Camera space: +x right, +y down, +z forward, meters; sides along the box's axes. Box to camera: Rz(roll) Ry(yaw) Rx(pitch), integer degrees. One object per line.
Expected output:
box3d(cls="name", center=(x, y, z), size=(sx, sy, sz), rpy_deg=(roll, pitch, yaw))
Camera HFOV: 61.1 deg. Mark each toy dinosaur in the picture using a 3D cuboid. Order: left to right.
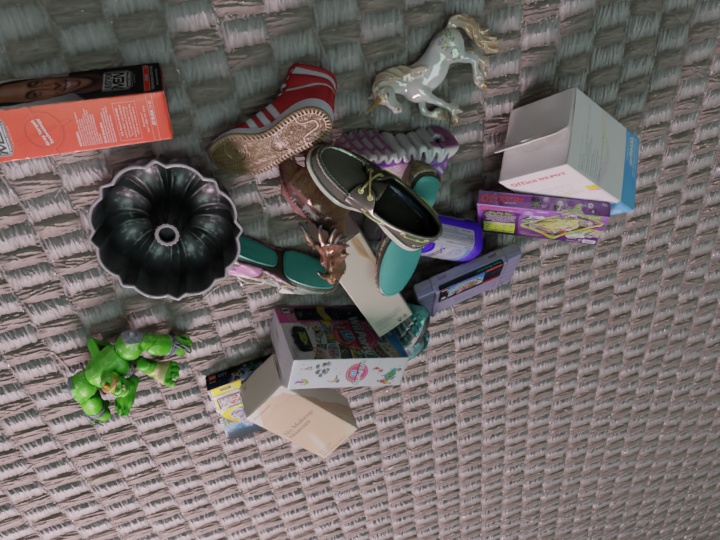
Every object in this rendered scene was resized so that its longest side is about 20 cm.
box3d(cls="toy dinosaur", center=(-0.065, -0.092, 0.829), size=(0.200, 0.136, 0.086), rpy_deg=(43, 143, -4))

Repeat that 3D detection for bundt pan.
box3d(cls="bundt pan", center=(-0.259, -0.066, 0.829), size=(0.197, 0.076, 0.206), rpy_deg=(-5, 123, -8))

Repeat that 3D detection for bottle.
box3d(cls="bottle", center=(0.101, -0.059, 0.987), size=(0.196, 0.067, 0.083), rpy_deg=(9, 164, -27))

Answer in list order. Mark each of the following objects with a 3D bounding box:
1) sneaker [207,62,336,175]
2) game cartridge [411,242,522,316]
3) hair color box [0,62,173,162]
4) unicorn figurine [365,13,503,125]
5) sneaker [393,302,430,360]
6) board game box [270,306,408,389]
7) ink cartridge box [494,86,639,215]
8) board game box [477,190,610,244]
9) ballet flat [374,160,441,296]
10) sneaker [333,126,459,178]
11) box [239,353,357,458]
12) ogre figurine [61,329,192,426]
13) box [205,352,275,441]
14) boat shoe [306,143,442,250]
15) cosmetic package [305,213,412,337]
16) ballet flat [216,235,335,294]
box3d(cls="sneaker", center=(-0.113, -0.204, 0.819), size=(0.196, 0.114, 0.071), rpy_deg=(-14, 137, 27))
box3d(cls="game cartridge", center=(0.183, 0.024, 1.074), size=(0.196, 0.039, 0.130), rpy_deg=(-23, 162, -6))
box3d(cls="hair color box", center=(-0.326, -0.187, 0.712), size=(0.196, 0.102, 0.062), rpy_deg=(-12, 128, -14))
box3d(cls="unicorn figurine", center=(0.100, -0.268, 0.856), size=(0.136, 0.074, 0.202), rpy_deg=(32, 93, -26))
box3d(cls="sneaker", center=(0.089, 0.113, 1.093), size=(0.089, 0.079, 0.201), rpy_deg=(-13, 155, -26))
box3d(cls="board game box", center=(-0.039, 0.124, 1.016), size=(0.196, 0.148, 0.065), rpy_deg=(2, 121, -23))
box3d(cls="ink cartridge box", center=(0.314, -0.174, 0.934), size=(0.197, 0.127, 0.128), rpy_deg=(23, 72, -33))
box3d(cls="board game box", center=(0.287, -0.084, 0.979), size=(0.195, 0.033, 0.120), rpy_deg=(8, 169, 13))
box3d(cls="ballet flat", center=(0.063, -0.064, 0.890), size=(0.066, 0.076, 0.204), rpy_deg=(7, 116, -22))
box3d(cls="sneaker", center=(0.049, -0.156, 0.905), size=(0.196, 0.081, 0.090), rpy_deg=(-6, 133, -19))
box3d(cls="box", center=(-0.106, 0.239, 1.062), size=(0.095, 0.078, 0.199), rpy_deg=(-43, 128, 12))
box3d(cls="ogre figurine", center=(-0.370, 0.159, 0.945), size=(0.196, 0.100, 0.120), rpy_deg=(-23, 149, 14))
box3d(cls="box", center=(-0.164, 0.217, 1.099), size=(0.196, 0.038, 0.139), rpy_deg=(-18, 128, -10))
box3d(cls="boat shoe", center=(0.022, -0.099, 0.783), size=(0.200, 0.060, 0.073), rpy_deg=(35, 72, -18))
box3d(cls="cosmetic package", center=(0.000, 0.000, 0.974), size=(0.070, 0.106, 0.201), rpy_deg=(-33, 130, 1))
box3d(cls="ballet flat", center=(-0.134, 0.001, 0.951), size=(0.196, 0.070, 0.071), rpy_deg=(18, 137, -25))
